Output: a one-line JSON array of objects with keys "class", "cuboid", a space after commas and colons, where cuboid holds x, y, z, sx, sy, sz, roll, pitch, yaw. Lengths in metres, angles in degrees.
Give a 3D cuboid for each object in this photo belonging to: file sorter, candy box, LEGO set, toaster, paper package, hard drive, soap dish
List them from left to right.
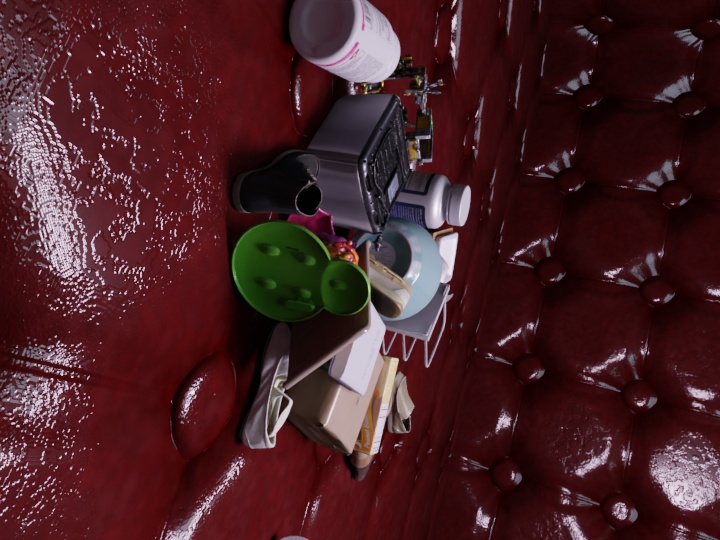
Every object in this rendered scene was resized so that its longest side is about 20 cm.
[{"class": "paper package", "cuboid": [-0.048, 0.216, 1.120, 0.191, 0.102, 0.202, 66, 42, -56]}, {"class": "hard drive", "cuboid": [-0.001, 0.129, 0.988, 0.200, 0.025, 0.134, 61, 46, -69]}, {"class": "candy box", "cuboid": [0.000, 0.269, 1.246, 0.055, 0.114, 0.203, 24, 79, -67]}, {"class": "toaster", "cuboid": [0.002, -0.175, 1.026, 0.182, 0.117, 0.201, 72, 36, -50]}, {"class": "file sorter", "cuboid": [0.067, 0.095, 1.225, 0.125, 0.197, 0.140, 84, 28, -47]}, {"class": "LEGO set", "cuboid": [0.072, -0.282, 1.103, 0.117, 0.151, 0.202, -81, 174, -46]}, {"class": "soap dish", "cuboid": [0.206, -0.037, 1.658, 0.200, 0.080, 0.160, -18, 117, -65]}]

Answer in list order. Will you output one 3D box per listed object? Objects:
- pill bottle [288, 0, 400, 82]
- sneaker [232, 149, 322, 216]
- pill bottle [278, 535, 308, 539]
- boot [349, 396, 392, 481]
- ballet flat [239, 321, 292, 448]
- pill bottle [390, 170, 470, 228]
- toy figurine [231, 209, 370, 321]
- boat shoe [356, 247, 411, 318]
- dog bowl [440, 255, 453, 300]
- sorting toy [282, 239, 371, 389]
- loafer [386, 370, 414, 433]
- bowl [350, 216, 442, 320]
[{"class": "pill bottle", "cuboid": [-0.015, -0.353, 0.903, 0.200, 0.112, 0.115, -13, 113, -66]}, {"class": "sneaker", "cuboid": [-0.085, -0.119, 0.852, 0.200, 0.105, 0.076, -44, 140, -55]}, {"class": "pill bottle", "cuboid": [-0.124, 0.605, 1.107, 0.113, 0.112, 0.203, -43, 138, -56]}, {"class": "boot", "cuboid": [0.021, 0.401, 1.465, 0.167, 0.071, 0.201, 93, 18, -52]}, {"class": "ballet flat", "cuboid": [-0.131, 0.185, 0.945, 0.069, 0.069, 0.203, 45, 59, -65]}, {"class": "pill bottle", "cuboid": [0.122, -0.148, 1.229, 0.111, 0.197, 0.113, 12, 90, -68]}, {"class": "toy figurine", "cuboid": [-0.064, -0.029, 0.879, 0.184, 0.197, 0.152, -63, 165, -62]}, {"class": "boat shoe", "cuboid": [0.000, 0.000, 1.016, 0.066, 0.199, 0.074, -47, 173, -37]}, {"class": "dog bowl", "cuboid": [0.107, 0.016, 1.297, 0.059, 0.198, 0.202, -46, 144, -31]}, {"class": "sorting toy", "cuboid": [-0.044, 0.068, 0.909, 0.036, 0.185, 0.201, 35, 35, -25]}, {"class": "loafer", "cuboid": [0.115, 0.369, 1.648, 0.076, 0.067, 0.203, -47, 142, -53]}, {"class": "bowl", "cuboid": [0.049, -0.013, 1.097, 0.105, 0.198, 0.204, 41, 63, -74]}]
